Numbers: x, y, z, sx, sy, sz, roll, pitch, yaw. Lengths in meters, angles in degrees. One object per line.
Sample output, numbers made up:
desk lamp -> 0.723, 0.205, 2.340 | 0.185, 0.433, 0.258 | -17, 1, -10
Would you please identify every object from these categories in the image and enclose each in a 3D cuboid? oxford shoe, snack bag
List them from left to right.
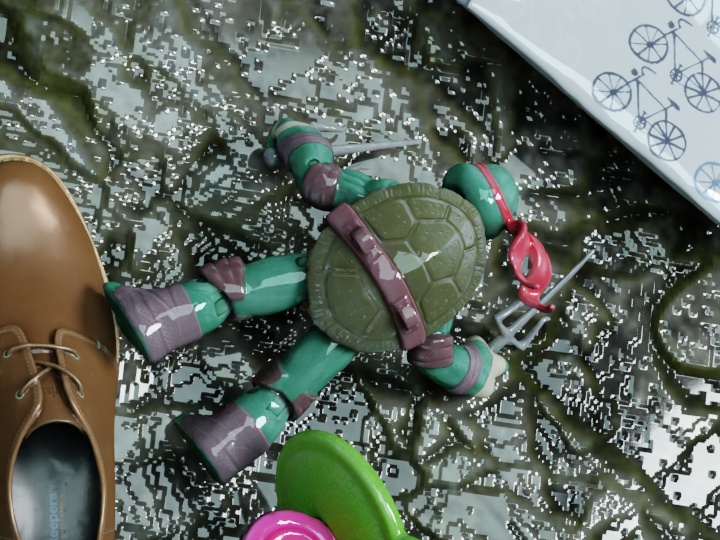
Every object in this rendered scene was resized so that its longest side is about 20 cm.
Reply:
oxford shoe -> -0.130, 0.044, 1.172 | 0.071, 0.071, 0.201 | -8, 80, -13
snack bag -> 0.171, -0.133, 1.262 | 0.188, 0.021, 0.200 | 40, 74, -2

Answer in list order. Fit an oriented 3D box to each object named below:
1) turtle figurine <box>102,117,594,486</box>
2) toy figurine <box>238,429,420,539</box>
turtle figurine -> 0.000, 0.000, 1.200 | 0.200, 0.101, 0.150 | -31, 88, -11
toy figurine -> -0.045, 0.184, 1.101 | 0.184, 0.150, 0.200 | -24, 81, -33
